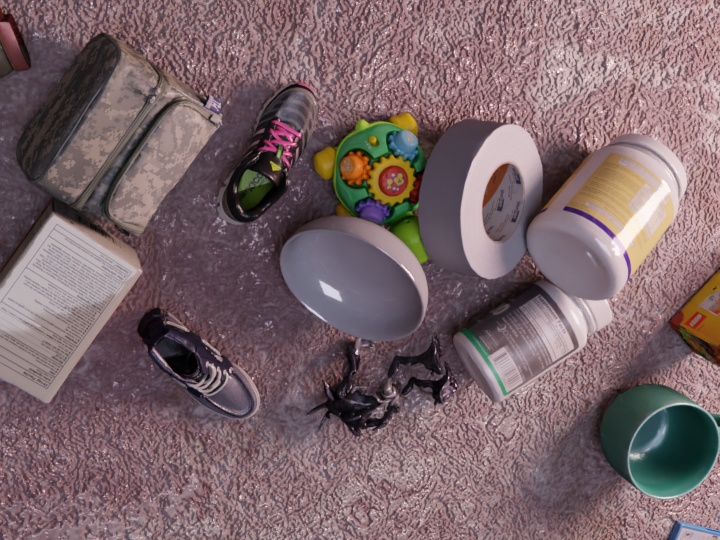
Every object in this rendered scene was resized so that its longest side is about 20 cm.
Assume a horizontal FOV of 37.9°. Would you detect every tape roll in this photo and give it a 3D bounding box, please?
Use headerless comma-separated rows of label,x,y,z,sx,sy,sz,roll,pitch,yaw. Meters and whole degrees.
tape roll,0.158,-0.092,1.349,0.200,0.066,0.200,-21,117,-48

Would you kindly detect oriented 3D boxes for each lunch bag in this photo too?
lunch bag,-0.276,-0.155,1.227,0.168,0.139,0.200,33,94,-38

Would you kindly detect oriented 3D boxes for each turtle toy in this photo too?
turtle toy,0.038,-0.102,1.345,0.146,0.101,0.200,-27,110,-8

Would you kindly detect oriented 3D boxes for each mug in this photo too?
mug,0.446,0.251,1.554,0.185,0.114,0.152,26,96,-22

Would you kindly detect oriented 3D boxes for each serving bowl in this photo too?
serving bowl,0.000,0.000,1.336,0.200,0.200,0.066,47,51,-22

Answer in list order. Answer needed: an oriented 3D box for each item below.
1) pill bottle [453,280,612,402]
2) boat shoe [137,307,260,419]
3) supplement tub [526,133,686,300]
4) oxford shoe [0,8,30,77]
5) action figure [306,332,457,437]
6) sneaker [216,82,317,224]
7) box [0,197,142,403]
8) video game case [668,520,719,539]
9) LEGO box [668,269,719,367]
pill bottle,0.239,0.085,1.449,0.200,0.113,0.113,-32,111,-7
boat shoe,-0.203,0.136,1.343,0.200,0.093,0.075,42,90,-22
supplement tub,0.329,-0.074,1.390,0.200,0.145,0.145,-46,114,-26
oxford shoe,-0.443,-0.307,1.167,0.075,0.070,0.200,-22,109,-4
action figure,0.026,0.155,1.416,0.200,0.102,0.119,-19,120,17
sneaker,-0.109,-0.139,1.299,0.074,0.087,0.200,31,94,-21
box,-0.372,0.033,1.257,0.128,0.109,0.200,36,93,-22
video game case,0.572,0.493,1.708,0.200,0.018,0.143,17,99,-20
LEGO box,0.573,0.049,1.519,0.200,0.149,0.077,-46,112,0
